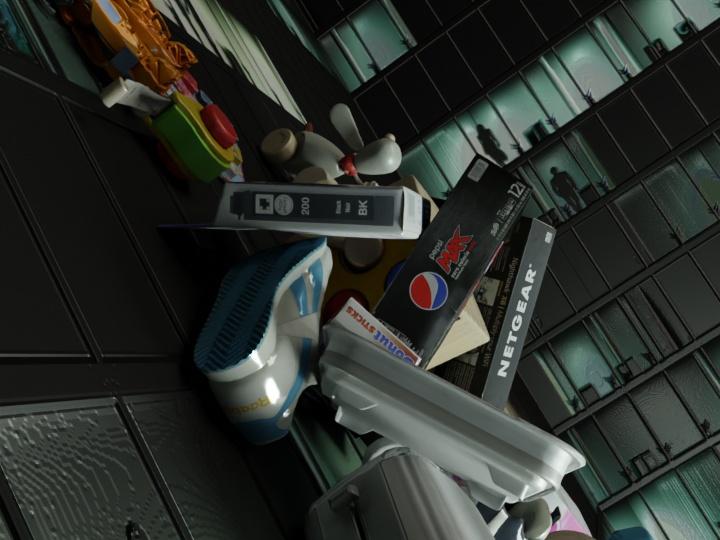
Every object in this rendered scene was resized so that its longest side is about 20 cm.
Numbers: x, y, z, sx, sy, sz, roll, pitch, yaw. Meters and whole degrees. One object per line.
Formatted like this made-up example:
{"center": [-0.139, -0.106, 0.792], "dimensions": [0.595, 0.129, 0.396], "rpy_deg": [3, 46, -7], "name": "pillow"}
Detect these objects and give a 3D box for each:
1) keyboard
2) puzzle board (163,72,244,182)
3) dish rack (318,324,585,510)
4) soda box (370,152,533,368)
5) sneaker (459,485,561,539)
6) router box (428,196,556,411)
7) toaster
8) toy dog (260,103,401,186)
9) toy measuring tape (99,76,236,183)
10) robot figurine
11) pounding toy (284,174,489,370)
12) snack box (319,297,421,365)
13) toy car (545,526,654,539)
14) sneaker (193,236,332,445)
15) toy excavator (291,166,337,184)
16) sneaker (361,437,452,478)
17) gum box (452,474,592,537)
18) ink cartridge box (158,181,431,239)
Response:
{"center": [-0.059, 0.081, 0.779], "dimensions": [0.201, 0.040, 0.104], "rpy_deg": [53, -12, -20], "name": "keyboard"}
{"center": [-0.186, -0.181, 0.966], "dimensions": [0.200, 0.017, 0.152], "rpy_deg": [50, 13, -37], "name": "puzzle board"}
{"center": [0.052, 0.116, 0.654], "dimensions": [0.197, 0.044, 0.172], "rpy_deg": [28, -15, 8], "name": "dish rack"}
{"center": [0.075, 0.000, 0.800], "dimensions": [0.063, 0.201, 0.071], "rpy_deg": [32, -17, 9], "name": "soda box"}
{"center": [0.122, 0.253, 0.768], "dimensions": [0.080, 0.128, 0.202], "rpy_deg": [-102, 166, -67], "name": "sneaker"}
{"center": [0.109, 0.032, 0.975], "dimensions": [0.156, 0.204, 0.052], "rpy_deg": [17, 0, 44], "name": "router box"}
{"center": [0.045, 0.214, 0.615], "dimensions": [0.200, 0.113, 0.130], "rpy_deg": [46, 13, -42], "name": "toaster"}
{"center": [-0.031, -0.162, 1.199], "dimensions": [0.133, 0.196, 0.098], "rpy_deg": [78, 28, -57], "name": "toy dog"}
{"center": [-0.154, -0.114, 0.773], "dimensions": [0.074, 0.073, 0.200], "rpy_deg": [58, 10, 6], "name": "toy measuring tape"}
{"center": [-0.232, -0.246, 0.803], "dimensions": [0.201, 0.058, 0.146], "rpy_deg": [54, 16, -19], "name": "robot figurine"}
{"center": [0.000, 0.000, 0.918], "dimensions": [0.142, 0.182, 0.203], "rpy_deg": [41, 27, -58], "name": "pounding toy"}
{"center": [-0.005, 0.071, 0.756], "dimensions": [0.072, 0.024, 0.200], "rpy_deg": [42, -17, 0], "name": "snack box"}
{"center": [0.221, 0.388, 0.909], "dimensions": [0.178, 0.180, 0.203], "rpy_deg": [-110, -168, -53], "name": "toy car"}
{"center": [-0.063, 0.042, 0.673], "dimensions": [0.201, 0.075, 0.082], "rpy_deg": [-67, 140, -56], "name": "sneaker"}
{"center": [-0.023, -0.031, 1.095], "dimensions": [0.100, 0.197, 0.198], "rpy_deg": [43, 60, -53], "name": "toy excavator"}
{"center": [0.040, 0.185, 0.814], "dimensions": [0.201, 0.070, 0.100], "rpy_deg": [56, 6, -43], "name": "sneaker"}
{"center": [0.183, 0.282, 1.065], "dimensions": [0.201, 0.112, 0.067], "rpy_deg": [51, 11, -33], "name": "gum box"}
{"center": [-0.045, -0.051, 0.776], "dimensions": [0.198, 0.195, 0.044], "rpy_deg": [-11, 103, -80], "name": "ink cartridge box"}
